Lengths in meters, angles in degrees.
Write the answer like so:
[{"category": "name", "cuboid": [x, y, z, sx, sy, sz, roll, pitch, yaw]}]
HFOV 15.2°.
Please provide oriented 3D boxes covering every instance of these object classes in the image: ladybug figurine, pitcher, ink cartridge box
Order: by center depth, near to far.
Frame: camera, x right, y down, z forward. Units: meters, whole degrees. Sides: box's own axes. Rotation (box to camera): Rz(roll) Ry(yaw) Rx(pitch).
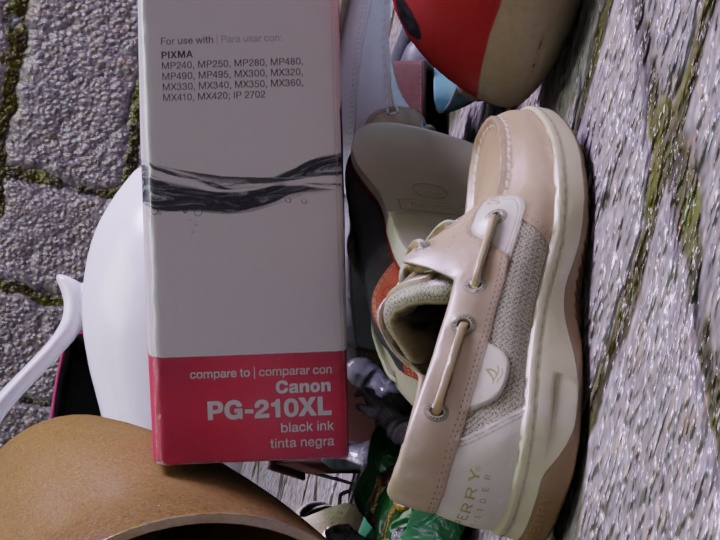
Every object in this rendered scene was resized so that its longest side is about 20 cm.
[{"category": "ladybug figurine", "cuboid": [0.058, -0.156, 1.062, 0.136, 0.072, 0.200, -90, 11, -61]}, {"category": "ink cartridge box", "cuboid": [-0.050, -0.029, 1.146, 0.145, 0.084, 0.201, -117, 26, -83]}, {"category": "pitcher", "cuboid": [-0.119, 0.044, 1.456, 0.121, 0.171, 0.201, 120, 157, -80]}]

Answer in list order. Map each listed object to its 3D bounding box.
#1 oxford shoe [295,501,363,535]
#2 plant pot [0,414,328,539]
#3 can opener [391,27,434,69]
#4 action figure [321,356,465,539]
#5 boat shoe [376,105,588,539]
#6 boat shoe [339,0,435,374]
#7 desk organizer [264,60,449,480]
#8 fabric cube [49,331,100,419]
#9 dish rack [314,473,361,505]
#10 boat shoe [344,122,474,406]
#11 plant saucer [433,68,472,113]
[{"category": "oxford shoe", "cuboid": [-0.022, 0.161, 1.397, 0.074, 0.071, 0.200, -66, 9, -13]}, {"category": "plant pot", "cuboid": [-0.104, 0.146, 1.163, 0.200, 0.186, 0.187, -134, 52, -60]}, {"category": "can opener", "cuboid": [0.010, -0.096, 1.484, 0.200, 0.067, 0.053, 114, 165, -70]}, {"category": "action figure", "cuboid": [0.017, 0.091, 1.147, 0.200, 0.055, 0.118, -120, 43, -76]}, {"category": "boat shoe", "cuboid": [0.041, 0.010, 0.948, 0.200, 0.065, 0.072, -85, 8, -46]}, {"category": "boat shoe", "cuboid": [0.006, -0.050, 1.255, 0.075, 0.068, 0.201, -78, -6, -83]}, {"category": "desk organizer", "cuboid": [0.000, 0.000, 1.320, 0.072, 0.077, 0.201, 35, -125, -75]}, {"category": "fabric cube", "cuboid": [-0.258, 0.190, 3.096, 0.199, 0.199, 0.197, 126, 153, -79]}, {"category": "dish rack", "cuboid": [-0.005, 0.040, 1.452, 0.200, 0.054, 0.154, -88, 9, -55]}, {"category": "boat shoe", "cuboid": [0.028, -0.008, 1.131, 0.200, 0.071, 0.063, -102, 20, -66]}, {"category": "plant saucer", "cuboid": [0.067, -0.169, 1.239, 0.200, 0.027, 0.201, -170, 90, -85]}]
